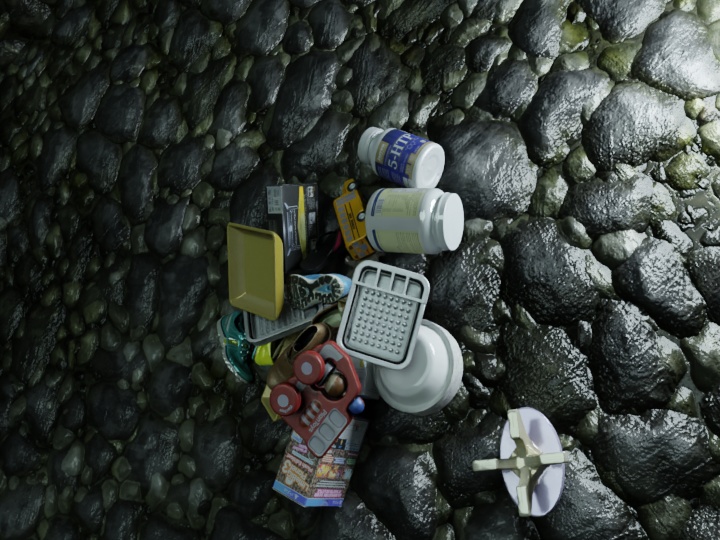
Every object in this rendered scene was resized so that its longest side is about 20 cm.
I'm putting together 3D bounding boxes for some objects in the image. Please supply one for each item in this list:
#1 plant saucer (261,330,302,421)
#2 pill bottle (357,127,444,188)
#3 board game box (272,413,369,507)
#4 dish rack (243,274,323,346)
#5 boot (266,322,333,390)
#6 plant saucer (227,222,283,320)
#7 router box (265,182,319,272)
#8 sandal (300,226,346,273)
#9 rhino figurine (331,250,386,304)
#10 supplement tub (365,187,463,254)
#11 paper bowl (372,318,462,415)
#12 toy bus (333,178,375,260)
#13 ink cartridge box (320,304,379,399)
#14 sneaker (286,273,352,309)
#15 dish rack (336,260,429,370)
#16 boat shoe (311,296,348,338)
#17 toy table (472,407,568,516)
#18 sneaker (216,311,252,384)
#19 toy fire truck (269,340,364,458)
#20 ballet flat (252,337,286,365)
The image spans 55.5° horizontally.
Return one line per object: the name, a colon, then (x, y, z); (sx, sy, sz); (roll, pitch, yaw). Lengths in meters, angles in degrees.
plant saucer: (-0.164, 0.246, 1.628); (0.205, 0.047, 0.199); (-67, 17, -3)
pill bottle: (0.093, -0.272, 1.643); (0.197, 0.119, 0.122); (27, 88, 33)
board game box: (-0.083, 0.404, 1.512); (0.095, 0.159, 0.206); (16, 82, 33)
dish rack: (-0.183, 0.102, 1.650); (0.195, 0.044, 0.173); (-21, 38, 0)
boot: (-0.148, 0.187, 1.495); (0.200, 0.075, 0.074); (-47, 68, 13)
plant saucer: (-0.242, -0.003, 1.621); (0.197, 0.048, 0.207); (14, 107, 46)
router box: (-0.162, -0.108, 1.679); (0.051, 0.156, 0.207); (3, 100, 30)
sandal: (-0.077, -0.061, 1.654); (0.073, 0.046, 0.200); (9, 35, 29)
rhino figurine: (0.000, 0.000, 1.644); (0.086, 0.060, 0.203); (17, 71, 44)
supplement tub: (0.123, -0.113, 1.559); (0.195, 0.144, 0.150); (4, 76, 30)
paper bowl: (0.117, 0.207, 1.490); (0.195, 0.104, 0.207); (-9, 72, 27)
toy bus: (-0.013, -0.128, 1.662); (0.077, 0.065, 0.203); (-26, 49, 10)
ink cartridge box: (-0.022, 0.186, 1.588); (0.141, 0.083, 0.207); (-1, 74, 29)
sneaker: (-0.095, 0.046, 1.596); (0.196, 0.089, 0.081); (0, 95, 41)
dish rack: (0.049, 0.095, 1.454); (0.167, 0.044, 0.206); (15, 82, 13)
boat shoe: (-0.023, 0.095, 1.524); (0.197, 0.074, 0.077); (-29, 62, 18)
toy table: (0.316, 0.366, 1.317); (0.180, 0.116, 0.205); (-25, 65, 21)
sneaker: (-0.315, 0.195, 1.766); (0.078, 0.078, 0.204); (-28, 62, 9)
toy fire truck: (-0.078, 0.258, 1.406); (0.167, 0.112, 0.202); (41, 101, 10)
ballet flat: (-0.214, 0.143, 1.732); (0.065, 0.067, 0.206); (14, 78, 10)
